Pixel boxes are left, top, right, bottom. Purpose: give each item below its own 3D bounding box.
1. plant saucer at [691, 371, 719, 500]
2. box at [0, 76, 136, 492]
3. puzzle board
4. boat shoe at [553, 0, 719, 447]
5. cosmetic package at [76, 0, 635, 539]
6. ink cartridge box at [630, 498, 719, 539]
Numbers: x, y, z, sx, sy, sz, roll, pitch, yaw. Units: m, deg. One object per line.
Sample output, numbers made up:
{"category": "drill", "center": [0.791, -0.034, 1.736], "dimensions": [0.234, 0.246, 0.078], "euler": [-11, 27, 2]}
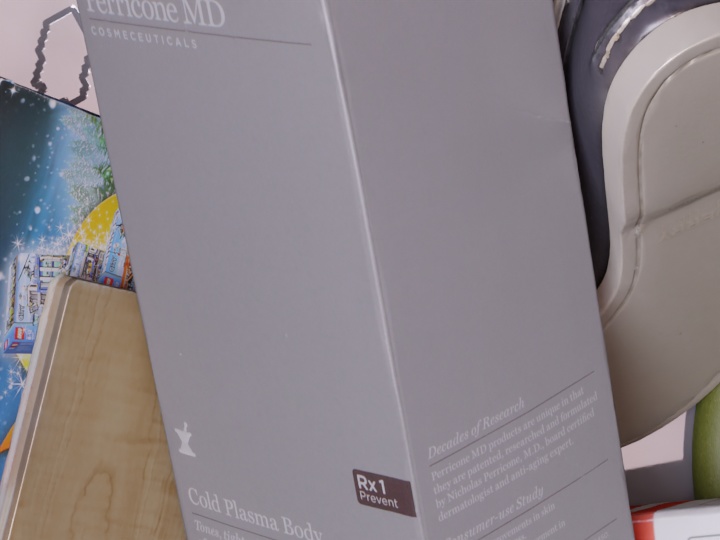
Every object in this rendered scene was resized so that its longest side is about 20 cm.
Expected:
{"category": "plant saucer", "center": [0.186, 0.054, 0.799], "dimensions": [0.199, 0.031, 0.201], "euler": [-3, 84, 26]}
{"category": "box", "center": [-0.094, 0.055, 0.787], "dimensions": [0.136, 0.038, 0.201], "euler": [21, 87, -46]}
{"category": "puzzle board", "center": [-0.056, 0.111, 0.796], "dimensions": [0.150, 0.017, 0.201], "euler": [15, 88, -47]}
{"category": "boat shoe", "center": [0.076, -0.020, 0.782], "dimensions": [0.072, 0.200, 0.063], "euler": [-18, 57, -16]}
{"category": "cosmetic package", "center": [0.000, 0.000, 0.743], "dimensions": [0.090, 0.107, 0.201], "euler": [-29, 115, -37]}
{"category": "ink cartridge box", "center": [0.104, 0.120, 0.787], "dimensions": [0.199, 0.050, 0.110], "euler": [-8, 87, 25]}
